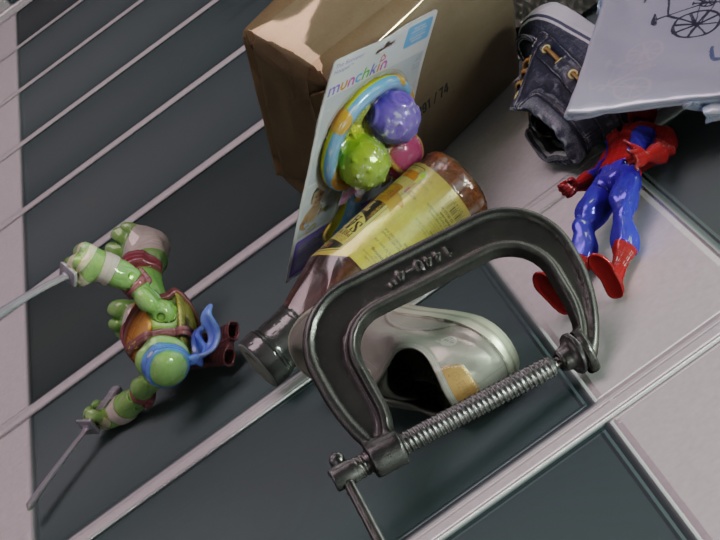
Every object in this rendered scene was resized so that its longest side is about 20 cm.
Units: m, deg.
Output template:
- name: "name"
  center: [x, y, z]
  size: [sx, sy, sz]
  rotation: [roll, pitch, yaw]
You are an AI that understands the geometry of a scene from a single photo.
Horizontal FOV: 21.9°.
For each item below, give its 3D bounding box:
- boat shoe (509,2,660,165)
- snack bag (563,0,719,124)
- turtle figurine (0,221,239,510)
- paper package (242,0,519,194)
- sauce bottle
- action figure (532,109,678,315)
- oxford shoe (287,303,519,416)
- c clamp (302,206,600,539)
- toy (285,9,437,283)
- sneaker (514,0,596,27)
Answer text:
- name: "boat shoe"
  center: [0.139, -0.136, 1.356]
  size: [0.091, 0.071, 0.200]
  rotation: [-35, 23, -7]
- name: "snack bag"
  center: [0.241, -0.155, 1.240]
  size: [0.199, 0.021, 0.189]
  rotation: [-6, 35, 22]
- name: "turtle figurine"
  center: [-0.200, 0.043, 1.421]
  size: [0.200, 0.144, 0.194]
  rotation: [-31, 18, 6]
- name: "paper package"
  center: [0.020, -0.166, 1.429]
  size: [0.103, 0.191, 0.200]
  rotation: [35, 68, 26]
- name: "sauce bottle"
  center: [0.000, 0.000, 1.305]
  size: [0.200, 0.066, 0.066]
  rotation: [-41, 22, -15]
- name: "action figure"
  center: [0.163, -0.054, 1.195]
  size: [0.065, 0.052, 0.200]
  rotation: [-25, 22, 36]
- name: "oxford shoe"
  center: [0.013, 0.058, 1.161]
  size: [0.200, 0.075, 0.058]
  rotation: [2, 41, 51]
- name: "c clamp"
  center: [0.057, 0.058, 1.071]
  size: [0.200, 0.027, 0.171]
  rotation: [-32, 66, -8]
- name: "toy"
  center: [0.011, -0.079, 1.340]
  size: [0.115, 0.047, 0.200]
  rotation: [-33, -28, -42]
- name: "sneaker"
  center: [0.132, -0.246, 1.592]
  size: [0.200, 0.070, 0.100]
  rotation: [-18, 26, 39]
